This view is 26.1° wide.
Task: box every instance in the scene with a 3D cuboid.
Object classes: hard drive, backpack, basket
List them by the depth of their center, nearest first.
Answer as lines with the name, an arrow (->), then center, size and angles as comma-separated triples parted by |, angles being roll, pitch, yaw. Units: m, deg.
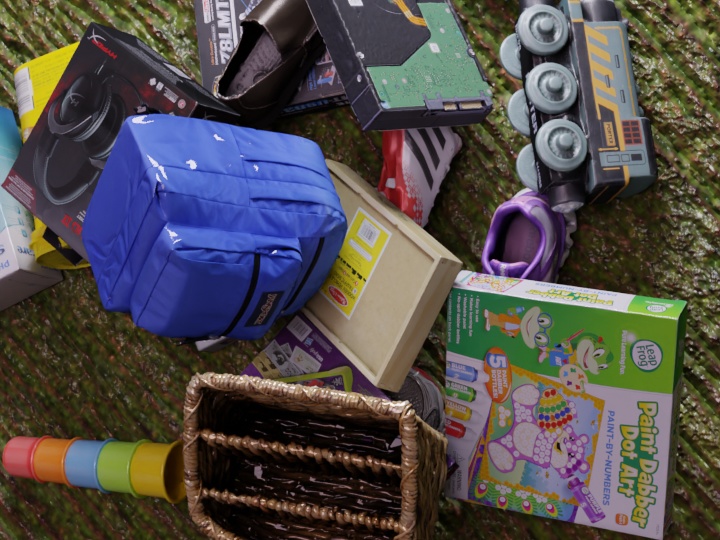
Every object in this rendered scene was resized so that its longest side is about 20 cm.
basket -> -0.043, 0.173, 1.257 | 0.199, 0.149, 0.144 | 8, 77, 17
backpack -> -0.113, -0.025, 1.321 | 0.163, 0.199, 0.169 | -54, 46, 41
hard drive -> 0.025, -0.217, 1.366 | 0.038, 0.139, 0.201 | -43, 64, 46

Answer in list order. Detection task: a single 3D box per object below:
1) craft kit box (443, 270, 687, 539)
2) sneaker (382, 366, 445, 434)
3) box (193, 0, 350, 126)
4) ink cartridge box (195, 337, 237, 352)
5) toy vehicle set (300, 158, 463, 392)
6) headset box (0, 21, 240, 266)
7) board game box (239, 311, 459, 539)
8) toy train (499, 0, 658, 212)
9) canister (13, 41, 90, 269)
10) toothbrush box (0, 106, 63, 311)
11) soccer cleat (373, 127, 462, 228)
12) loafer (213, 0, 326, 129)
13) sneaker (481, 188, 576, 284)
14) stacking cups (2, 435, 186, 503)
craft kit box -> 0.168, 0.112, 1.302 | 0.196, 0.049, 0.201 | 6, 111, 19
sneaker -> 0.009, 0.178, 1.387 | 0.078, 0.082, 0.201 | 30, 95, 24
box -> -0.063, -0.251, 1.493 | 0.197, 0.050, 0.202 | -10, 80, 23
ink cartridge box -> -0.084, -0.006, 1.477 | 0.199, 0.037, 0.095 | -28, 74, 20
toy vehicle set -> 0.000, 0.000, 1.355 | 0.200, 0.026, 0.125 | 43, 111, 47
headset box -> -0.226, -0.100, 1.426 | 0.149, 0.077, 0.201 | 38, 103, 25
board game box -> -0.025, 0.145, 1.352 | 0.120, 0.032, 0.200 | -45, 69, -5
toy train -> 0.189, -0.148, 1.345 | 0.113, 0.085, 0.202 | -3, 74, -13
canister -> -0.265, -0.118, 1.544 | 0.148, 0.086, 0.201 | -16, 76, 22
toothbrush box -> -0.410, -0.056, 1.598 | 0.146, 0.085, 0.201 | -26, 73, 18
soccer cleat -> 0.052, -0.090, 1.410 | 0.069, 0.085, 0.202 | -178, 87, -66
loafer -> -0.068, -0.222, 1.428 | 0.073, 0.071, 0.201 | 31, 97, 22
sneaker -> 0.134, 0.023, 1.349 | 0.080, 0.088, 0.202 | 6, 88, 21
stacking cups -> -0.261, 0.185, 1.516 | 0.199, 0.060, 0.061 | 4, 85, 25
